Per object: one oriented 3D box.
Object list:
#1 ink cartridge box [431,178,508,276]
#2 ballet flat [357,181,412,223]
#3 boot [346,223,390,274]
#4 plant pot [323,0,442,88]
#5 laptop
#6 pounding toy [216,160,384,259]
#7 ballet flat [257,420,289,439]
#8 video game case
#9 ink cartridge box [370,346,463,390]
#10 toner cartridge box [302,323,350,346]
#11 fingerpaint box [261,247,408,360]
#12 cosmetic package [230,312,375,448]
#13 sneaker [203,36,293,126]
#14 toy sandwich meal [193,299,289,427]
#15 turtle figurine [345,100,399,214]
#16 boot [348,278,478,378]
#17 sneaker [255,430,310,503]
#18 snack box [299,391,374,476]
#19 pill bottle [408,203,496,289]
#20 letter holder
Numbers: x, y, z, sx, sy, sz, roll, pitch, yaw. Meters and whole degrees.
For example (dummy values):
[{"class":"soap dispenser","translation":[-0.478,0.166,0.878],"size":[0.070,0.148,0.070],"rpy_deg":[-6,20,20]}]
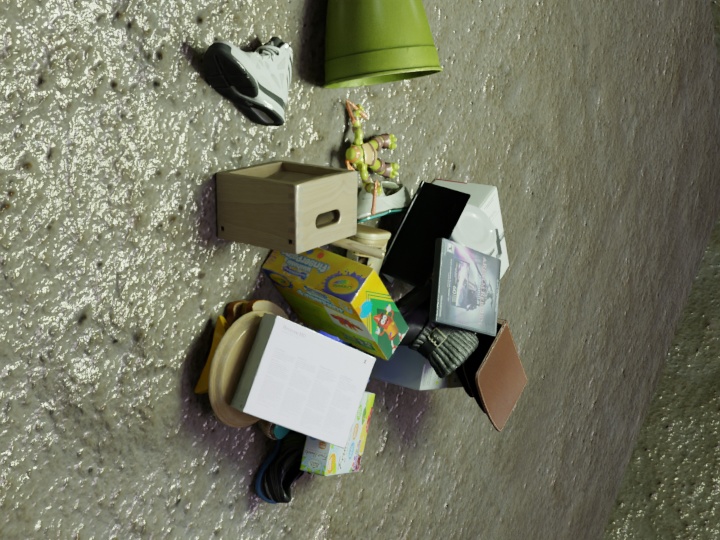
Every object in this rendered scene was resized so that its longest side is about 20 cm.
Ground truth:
[{"class":"ink cartridge box","translation":[0.212,-0.074,1.996],"size":[0.084,0.143,0.202],"rpy_deg":[-48,137,-38]},{"class":"ballet flat","translation":[0.032,-0.128,1.793],"size":[0.199,0.069,0.071],"rpy_deg":[-18,114,-58]},{"class":"boot","translation":[0.000,0.000,1.718],"size":[0.200,0.072,0.158],"rpy_deg":[-3,107,-89]},{"class":"plant pot","translation":[0.024,-0.409,1.596],"size":[0.199,0.198,0.196],"rpy_deg":[-16,101,-54]},{"class":"laptop","translation":[0.124,-0.055,1.818],"size":[0.189,0.115,0.200],"rpy_deg":[-62,164,-4]},{"class":"pounding toy","translation":[-0.087,-0.083,1.503],"size":[0.199,0.182,0.144],"rpy_deg":[-20,116,-53]},{"class":"ballet flat","translation":[-0.103,0.196,1.655],"size":[0.200,0.065,0.071],"rpy_deg":[-44,137,-27]},{"class":"video game case","translation":[0.189,0.033,1.738],"size":[0.199,0.019,0.145],"rpy_deg":[16,77,-49]},{"class":"ink cartridge box","translation":[0.117,0.147,1.917],"size":[0.199,0.143,0.148],"rpy_deg":[7,93,-58]},{"class":"toner cartridge box","translation":[-0.049,0.161,1.761],"size":[0.095,0.043,0.201],"rpy_deg":[-53,139,-33]},{"class":"fingerpaint box","translation":[-0.039,0.043,1.592],"size":[0.074,0.198,0.167],"rpy_deg":[-54,139,-20]},{"class":"cosmetic package","translation":[-0.086,0.172,1.517],"size":[0.199,0.051,0.153],"rpy_deg":[26,81,-32]},{"class":"sneaker","translation":[-0.161,-0.308,1.443],"size":[0.200,0.075,0.117],"rpy_deg":[45,53,-61]},{"class":"toy sandwich meal","translation":[-0.182,0.142,1.536],"size":[0.204,0.070,0.208],"rpy_deg":[-23,119,-49]},{"class":"turtle figurine","translation":[0.014,-0.193,1.725],"size":[0.161,0.064,0.203],"rpy_deg":[-8,82,-63]},{"class":"boot","translation":[0.096,0.135,1.751],"size":[0.210,0.079,0.159],"rpy_deg":[-36,99,-6]},{"class":"sneaker","translation":[-0.107,0.307,1.679],"size":[0.071,0.082,0.202],"rpy_deg":[50,58,-50]},{"class":"snack box","translation":[-0.036,0.273,1.680],"size":[0.200,0.052,0.144],"rpy_deg":[29,71,-71]},{"class":"pill bottle","translation":[0.165,-0.033,1.887],"size":[0.110,0.200,0.112],"rpy_deg":[14,57,-22]},{"class":"letter holder","translation":[0.233,0.200,1.889],"size":[0.143,0.100,0.201],"rpy_deg":[-58,143,-27]}]
